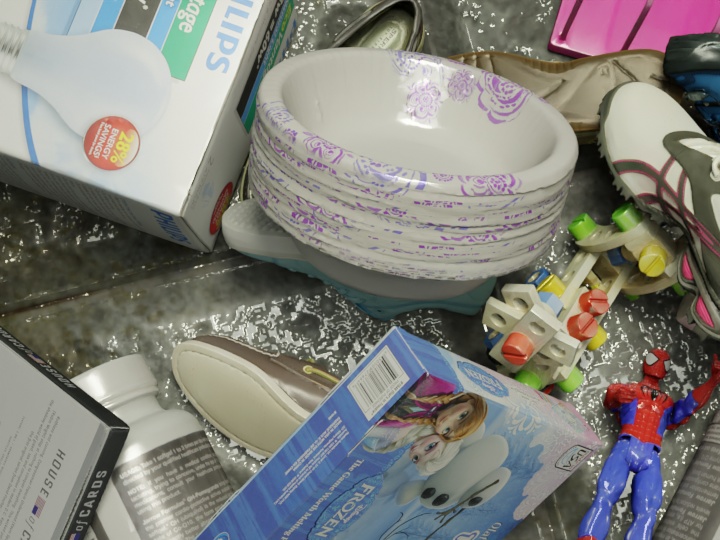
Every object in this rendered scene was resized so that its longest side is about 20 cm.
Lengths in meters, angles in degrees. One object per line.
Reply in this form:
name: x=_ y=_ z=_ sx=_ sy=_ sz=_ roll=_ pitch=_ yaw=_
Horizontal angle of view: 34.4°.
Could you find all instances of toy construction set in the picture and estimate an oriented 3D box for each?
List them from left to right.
toy construction set: x=0.151 y=0.021 z=0.774 sx=0.200 sy=0.131 sz=0.092 roll=-33 pitch=94 yaw=-37

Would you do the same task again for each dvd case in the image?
dvd case: x=-0.246 y=0.121 z=0.761 sx=0.200 sy=0.025 sz=0.151 roll=29 pitch=99 yaw=33

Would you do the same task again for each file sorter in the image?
file sorter: x=0.256 y=-0.214 z=0.826 sx=0.199 sy=0.125 sz=0.139 roll=17 pitch=81 yaw=3

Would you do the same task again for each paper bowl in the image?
paper bowl: x=0.029 y=-0.057 z=0.733 sx=0.200 sy=0.201 sz=0.105 roll=11 pitch=122 yaw=2

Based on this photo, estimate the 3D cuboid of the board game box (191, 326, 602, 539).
board game box: x=0.023 y=0.140 z=0.708 sx=0.200 sy=0.199 sz=0.043 roll=-48 pitch=50 yaw=16

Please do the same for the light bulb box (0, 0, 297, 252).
light bulb box: x=-0.172 y=-0.143 z=0.818 sx=0.199 sy=0.125 sz=0.199 roll=19 pitch=81 yaw=4

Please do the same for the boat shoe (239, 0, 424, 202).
boat shoe: x=-0.022 y=-0.120 z=0.842 sx=0.072 sy=0.066 sz=0.201 roll=36 pitch=83 yaw=3

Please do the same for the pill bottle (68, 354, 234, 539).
pill bottle: x=-0.139 y=0.162 z=0.774 sx=0.111 sy=0.111 sz=0.200 roll=-27 pitch=82 yaw=-4

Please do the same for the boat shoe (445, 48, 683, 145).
boat shoe: x=0.129 y=-0.117 z=0.841 sx=0.199 sy=0.066 sz=0.074 roll=2 pitch=82 yaw=12

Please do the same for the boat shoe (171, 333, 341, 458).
boat shoe: x=-0.038 y=0.096 z=0.810 sx=0.200 sy=0.072 sz=0.060 roll=26 pitch=40 yaw=16

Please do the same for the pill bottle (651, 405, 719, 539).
pill bottle: x=0.250 y=0.191 z=0.765 sx=0.114 sy=0.114 sz=0.200 roll=30 pitch=82 yaw=5

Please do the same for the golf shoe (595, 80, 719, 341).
golf shoe: x=0.217 y=-0.054 z=0.720 sx=0.077 sy=0.088 sz=0.200 roll=-9 pitch=58 yaw=-22

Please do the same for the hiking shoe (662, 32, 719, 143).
hiking shoe: x=0.276 y=-0.090 z=0.793 sx=0.200 sy=0.074 sz=0.087 roll=27 pitch=81 yaw=-29

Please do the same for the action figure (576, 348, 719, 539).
action figure: x=0.188 y=0.116 z=0.758 sx=0.065 sy=0.099 sz=0.200 roll=20 pitch=49 yaw=4

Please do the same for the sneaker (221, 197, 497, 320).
sneaker: x=0.000 y=0.000 z=0.814 sx=0.199 sy=0.074 sz=0.082 roll=7 pitch=117 yaw=-3

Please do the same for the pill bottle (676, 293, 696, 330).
pill bottle: x=0.325 y=0.048 z=0.787 sx=0.200 sy=0.116 sz=0.116 roll=31 pitch=82 yaw=5
